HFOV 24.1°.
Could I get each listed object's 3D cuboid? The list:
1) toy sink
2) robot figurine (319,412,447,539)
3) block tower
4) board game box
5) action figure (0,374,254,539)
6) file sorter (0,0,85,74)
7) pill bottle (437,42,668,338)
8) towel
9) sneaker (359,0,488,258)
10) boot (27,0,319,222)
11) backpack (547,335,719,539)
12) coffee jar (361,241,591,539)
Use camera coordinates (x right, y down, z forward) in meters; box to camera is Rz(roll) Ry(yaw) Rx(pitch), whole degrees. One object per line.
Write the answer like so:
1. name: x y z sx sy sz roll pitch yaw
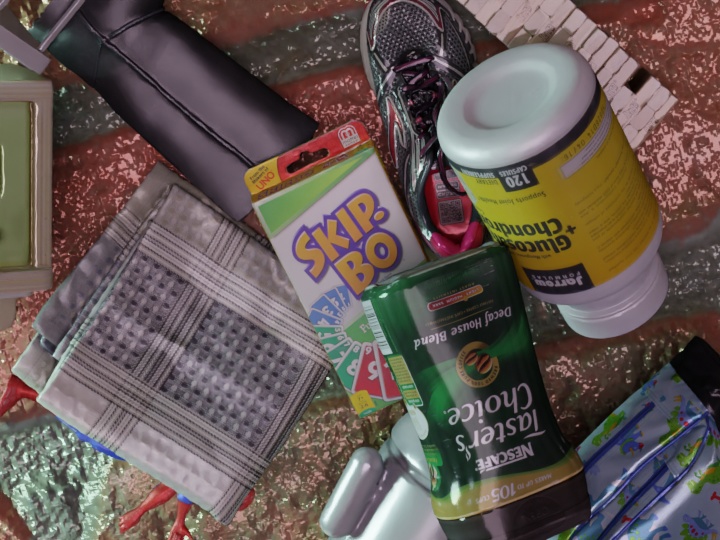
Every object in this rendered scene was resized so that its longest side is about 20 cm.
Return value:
1. toy sink: -0.288 -0.038 1.172 0.130 0.112 0.201 -3 105 -27
2. robot figurine: 0.050 0.180 1.232 0.169 0.113 0.201 22 105 -35
3. block tower: 0.132 -0.166 1.179 0.200 0.054 0.058 39 101 -7
4. board game box: 0.000 0.000 1.200 0.095 0.030 0.201 -25 107 4
5. action figure: -0.180 0.155 1.262 0.199 0.065 0.100 21 97 -1
6. file sorter: -0.263 -0.250 1.088 0.125 0.139 0.200 -48 138 6
7. pill bottle: 0.139 -0.048 1.151 0.112 0.112 0.200 -28 127 8
8. towel: -0.124 0.051 1.219 0.199 0.035 0.193 35 82 -5
9. sneaker: 0.055 -0.104 1.186 0.080 0.075 0.201 -17 101 6
10. boot: -0.108 -0.155 1.184 0.200 0.066 0.165 43 110 -4
11. backpack: 0.208 0.174 1.198 0.199 0.154 0.163 -30 130 11
12. coffee jar: 0.079 0.089 1.128 0.104 0.085 0.201 -20 91 -14
